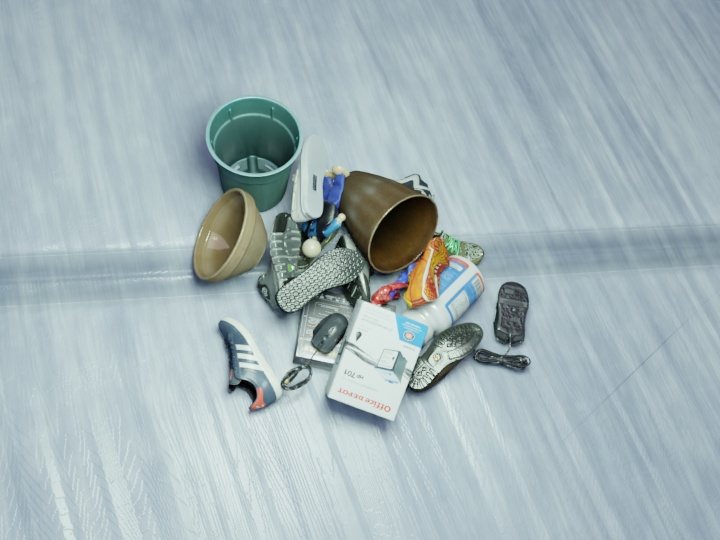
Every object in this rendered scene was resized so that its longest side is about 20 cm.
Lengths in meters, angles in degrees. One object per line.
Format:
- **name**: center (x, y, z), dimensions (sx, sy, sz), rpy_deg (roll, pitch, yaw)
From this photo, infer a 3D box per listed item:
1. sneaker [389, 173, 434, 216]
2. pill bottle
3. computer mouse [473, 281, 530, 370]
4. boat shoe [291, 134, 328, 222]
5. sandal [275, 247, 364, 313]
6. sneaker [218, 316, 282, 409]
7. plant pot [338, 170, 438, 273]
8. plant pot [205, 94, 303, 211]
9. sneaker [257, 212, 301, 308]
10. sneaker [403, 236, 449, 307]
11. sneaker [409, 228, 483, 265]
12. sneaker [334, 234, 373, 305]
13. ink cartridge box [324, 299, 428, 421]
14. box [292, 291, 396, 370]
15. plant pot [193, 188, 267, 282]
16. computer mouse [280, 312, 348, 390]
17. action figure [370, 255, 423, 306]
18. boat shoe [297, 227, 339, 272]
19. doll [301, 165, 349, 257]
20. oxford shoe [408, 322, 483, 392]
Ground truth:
- **sneaker**: center (0.082, -0.183, 1.842), dimensions (0.198, 0.080, 0.129), rpy_deg (13, 20, 28)
- **pill bottle**: center (0.169, 0.068, 1.716), dimensions (0.112, 0.112, 0.200), rpy_deg (44, 63, 9)
- **computer mouse**: center (0.302, 0.121, 1.764), dimensions (0.139, 0.046, 0.202), rpy_deg (5, 69, -5)
- **boat shoe**: center (-0.116, -0.192, 1.680), dimensions (0.071, 0.069, 0.202), rpy_deg (26, 57, -46)
- **sandal**: center (-0.086, 0.016, 1.620), dimensions (0.199, 0.048, 0.076), rpy_deg (-29, 92, -13)
- **sneaker**: center (-0.241, 0.187, 1.588), dimensions (0.084, 0.075, 0.200), rpy_deg (-30, 75, -28)
- **plant pot**: center (0.033, -0.127, 1.716), dimensions (0.186, 0.188, 0.200), rpy_deg (-29, 49, -23)
- **plant pot**: center (-0.227, -0.237, 1.718), dimensions (0.198, 0.196, 0.202), rpy_deg (3, 64, -6)
- **sneaker**: center (-0.181, -0.015, 1.669), dimensions (0.075, 0.115, 0.202), rpy_deg (5, 77, -40)
- **sneaker**: center (0.135, -0.003, 1.673), dimensions (0.073, 0.077, 0.200), rpy_deg (56, 37, -21)
- **sneaker**: center (0.188, -0.054, 1.791), dimensions (0.198, 0.089, 0.078), rpy_deg (7, 63, -10)
- **sneaker**: center (0.000, 0.000, 1.707), dimensions (0.079, 0.074, 0.201), rpy_deg (11, 39, -22)
- **ink cartridge box**: center (0.031, 0.177, 1.587), dimensions (0.145, 0.086, 0.201), rpy_deg (20, 87, -7)
- **box**: center (-0.031, 0.133, 1.675), dimensions (0.198, 0.048, 0.160), rpy_deg (12, 64, -8)
- **plant pot**: center (-0.257, -0.062, 1.659), dimensions (0.092, 0.200, 0.202), rpy_deg (23, 58, -34)
- **computer mouse**: center (-0.091, 0.161, 1.603), dimensions (0.058, 0.034, 0.200), rpy_deg (35, 64, 3)
- **action figure**: center (0.082, 0.034, 1.708), dimensions (0.200, 0.065, 0.052), rpy_deg (-33, 87, -43)
- **boat shoe**: center (-0.093, -0.087, 1.758), dimensions (0.072, 0.060, 0.202), rpy_deg (31, 63, 3)
- **doll**: center (-0.081, -0.118, 1.685), dimensions (0.048, 0.136, 0.202), rpy_deg (30, 65, -39)
- **oxford shoe**: center (0.174, 0.182, 1.677), dimensions (0.199, 0.085, 0.073), rpy_deg (-36, 67, -9)
